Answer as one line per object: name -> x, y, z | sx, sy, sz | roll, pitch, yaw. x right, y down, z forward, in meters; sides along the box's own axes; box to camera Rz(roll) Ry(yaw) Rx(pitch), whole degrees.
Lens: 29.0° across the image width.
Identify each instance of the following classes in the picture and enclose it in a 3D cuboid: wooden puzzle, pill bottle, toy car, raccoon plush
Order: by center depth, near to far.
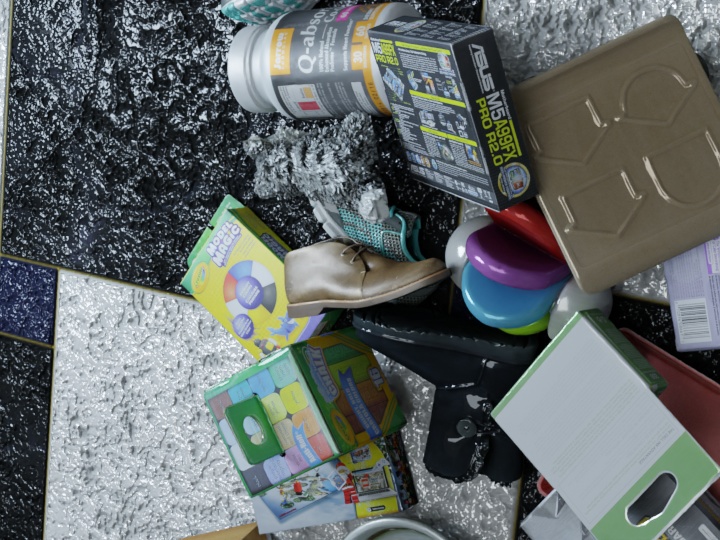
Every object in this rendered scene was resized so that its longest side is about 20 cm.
wooden puzzle -> 0.242, -0.103, 1.259 | 0.185, 0.046, 0.200 | -25, 90, 2
toy car -> 0.165, -0.026, 1.346 | 0.175, 0.150, 0.200 | 31, 111, 24
raccoon plush -> -0.048, -0.099, 1.380 | 0.134, 0.200, 0.097 | -9, 104, -1
pill bottle -> -0.032, -0.217, 1.460 | 0.200, 0.116, 0.117 | 1, 97, 30

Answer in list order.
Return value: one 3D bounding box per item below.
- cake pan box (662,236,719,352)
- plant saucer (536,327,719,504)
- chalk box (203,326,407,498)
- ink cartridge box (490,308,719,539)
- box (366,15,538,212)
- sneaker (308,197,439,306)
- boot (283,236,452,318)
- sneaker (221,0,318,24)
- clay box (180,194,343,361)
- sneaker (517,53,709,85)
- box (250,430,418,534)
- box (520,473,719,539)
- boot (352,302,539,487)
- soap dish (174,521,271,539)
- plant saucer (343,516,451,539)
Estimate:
cake pan box -> 0.372, -0.024, 1.282 | 0.184, 0.052, 0.200 | -9, 91, 33
plant saucer -> 0.300, 0.185, 1.359 | 0.200, 0.037, 0.200 | 33, 112, 24
chalk box -> -0.065, 0.145, 1.429 | 0.124, 0.200, 0.125 | -28, 84, 26
ink cartridge box -> 0.232, 0.155, 1.292 | 0.200, 0.048, 0.146 | 49, 118, 24
box -> 0.082, -0.150, 1.292 | 0.200, 0.044, 0.160 | 30, 140, 66
sneaker -> 0.020, -0.046, 1.483 | 0.091, 0.078, 0.200 | -34, 87, 22
boot -> 0.000, 0.000, 1.417 | 0.200, 0.074, 0.076 | -9, 92, 35
sneaker -> -0.069, -0.335, 1.495 | 0.200, 0.078, 0.091 | -23, 68, 27
clay box -> -0.120, 0.017, 1.582 | 0.200, 0.048, 0.115 | 42, 115, 18
sneaker -> 0.221, -0.161, 1.314 | 0.200, 0.115, 0.075 | -13, 88, 32
box -> -0.043, 0.215, 1.566 | 0.200, 0.038, 0.137 | -15, 88, 31
box -> 0.275, 0.266, 1.335 | 0.200, 0.048, 0.158 | 49, 117, 17
boot -> 0.079, 0.131, 1.434 | 0.200, 0.076, 0.168 | 11, 109, 9
soap dish -> -0.159, 0.409, 1.636 | 0.157, 0.081, 0.200 | -18, 88, 31
plant saucer -> 0.058, 0.362, 1.518 | 0.200, 0.050, 0.200 | 5, 99, 31
